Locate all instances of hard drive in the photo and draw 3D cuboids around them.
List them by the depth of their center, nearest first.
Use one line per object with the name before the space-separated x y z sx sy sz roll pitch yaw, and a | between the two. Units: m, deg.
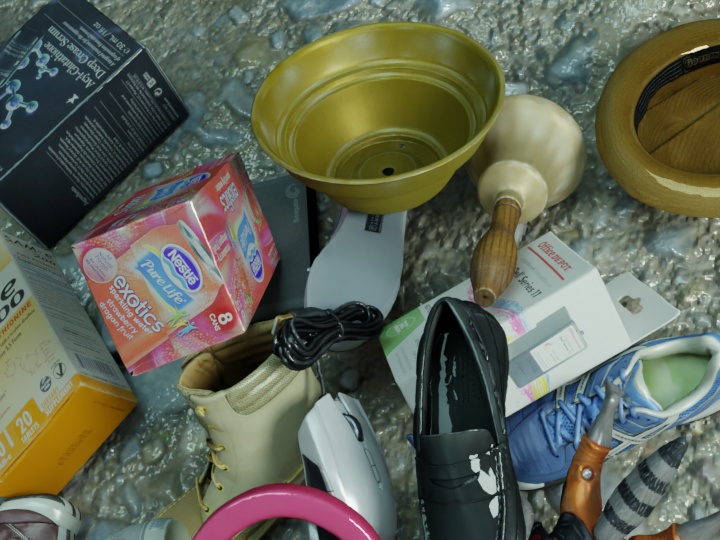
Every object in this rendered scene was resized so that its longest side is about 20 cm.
hard drive | -0.132 -0.003 0.950 0.197 0.033 0.141 -13 57 12

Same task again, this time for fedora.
fedora | 0.280 -0.104 0.830 0.197 0.082 0.203 -7 56 10

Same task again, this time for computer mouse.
computer mouse | -0.006 0.121 0.727 0.043 0.109 0.204 -14 82 32

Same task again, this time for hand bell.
hand bell | 0.107 -0.039 0.795 0.102 0.105 0.201 0 35 19

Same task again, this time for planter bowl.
planter bowl | 0.018 -0.105 0.844 0.197 0.084 0.202 -6 45 6

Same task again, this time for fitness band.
fitness band | -0.059 0.236 0.676 0.142 0.037 0.203 23 91 6

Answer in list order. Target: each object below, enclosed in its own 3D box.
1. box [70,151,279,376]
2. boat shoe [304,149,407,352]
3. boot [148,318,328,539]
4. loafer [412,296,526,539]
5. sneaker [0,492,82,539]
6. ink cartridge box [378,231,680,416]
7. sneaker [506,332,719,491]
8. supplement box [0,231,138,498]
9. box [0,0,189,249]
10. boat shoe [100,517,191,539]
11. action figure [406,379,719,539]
box | -0.130 -0.013 0.812 0.093 0.104 0.200 -19 13 8
boat shoe | -0.004 -0.002 0.876 0.073 0.087 0.204 12 49 0
boot | -0.105 0.134 0.780 0.198 0.156 0.073 -30 41 -1
loafer | 0.060 0.115 0.653 0.067 0.070 0.204 -11 65 28
sneaker | -0.318 0.250 0.847 0.197 0.076 0.117 -13 60 12
ink cartridge box | 0.117 0.039 0.782 0.198 0.068 0.117 -30 17 1
sneaker | 0.172 0.092 0.752 0.198 0.077 0.077 -28 68 5
supplement box | -0.292 0.080 0.918 0.126 0.073 0.200 -47 55 9
box | -0.298 -0.153 1.054 0.200 0.107 0.148 -46 57 -9
boat shoe | -0.144 0.278 0.743 0.070 0.070 0.204 -11 82 14
action figure | 0.116 0.160 0.677 0.200 0.105 0.194 44 90 6
